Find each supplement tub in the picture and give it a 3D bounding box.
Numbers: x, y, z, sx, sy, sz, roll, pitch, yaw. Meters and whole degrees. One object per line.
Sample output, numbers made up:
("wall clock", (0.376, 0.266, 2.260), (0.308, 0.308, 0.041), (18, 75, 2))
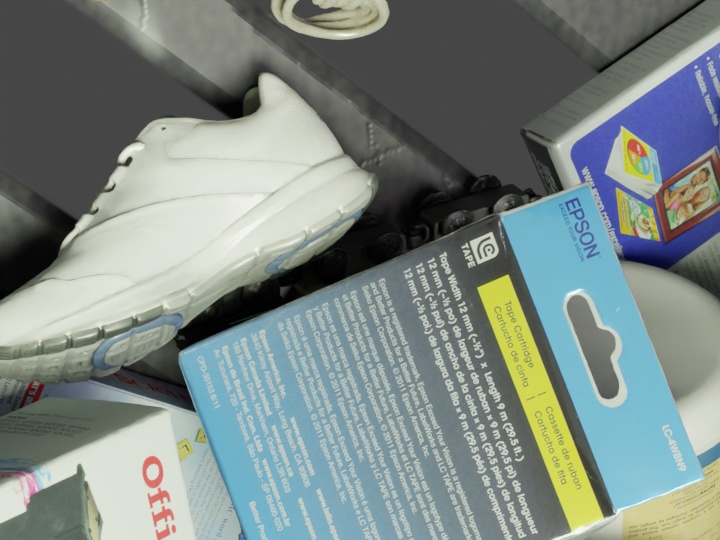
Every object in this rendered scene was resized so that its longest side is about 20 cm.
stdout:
("supplement tub", (0.118, 0.112, 1.240), (0.144, 0.145, 0.200), (-20, 130, -21))

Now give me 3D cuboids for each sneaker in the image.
("sneaker", (-0.091, -0.016, 1.121), (0.200, 0.075, 0.087), (-30, 81, -27))

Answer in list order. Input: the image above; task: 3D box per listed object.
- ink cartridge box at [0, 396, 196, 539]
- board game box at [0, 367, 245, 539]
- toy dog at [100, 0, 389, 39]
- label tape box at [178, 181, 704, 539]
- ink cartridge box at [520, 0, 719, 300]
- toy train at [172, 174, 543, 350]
("ink cartridge box", (-0.156, 0.150, 1.017), (0.200, 0.083, 0.146), (-24, 108, -45))
("board game box", (-0.136, 0.143, 1.181), (0.199, 0.041, 0.200), (20, 99, -33))
("toy dog", (-0.048, -0.173, 1.070), (0.200, 0.132, 0.097), (6, 69, -36))
("label tape box", (0.038, 0.066, 1.118), (0.200, 0.144, 0.066), (-23, 168, 9))
("ink cartridge box", (0.199, -0.044, 1.293), (0.200, 0.047, 0.198), (-35, 122, -15))
("toy train", (0.000, 0.000, 1.203), (0.200, 0.034, 0.046), (-18, 121, -21))
